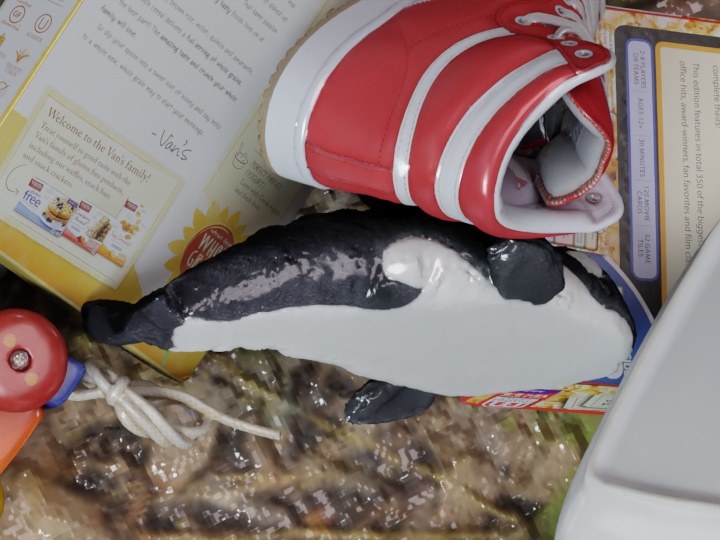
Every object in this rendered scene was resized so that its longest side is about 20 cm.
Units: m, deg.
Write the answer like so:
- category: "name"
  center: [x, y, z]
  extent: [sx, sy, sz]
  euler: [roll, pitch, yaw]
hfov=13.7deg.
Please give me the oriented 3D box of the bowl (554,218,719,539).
- category: "bowl"
  center: [0.164, 0.048, 1.002]
  extent: [0.075, 0.199, 0.200]
  euler: [52, 59, -36]

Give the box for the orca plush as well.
- category: "orca plush"
  center: [0.000, 0.000, 1.033]
  extent: [0.199, 0.105, 0.071]
  euler: [-6, 57, -18]

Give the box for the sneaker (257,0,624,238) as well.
- category: "sneaker"
  center: [0.067, -0.081, 1.024]
  extent: [0.112, 0.071, 0.200]
  euler: [21, 50, 31]

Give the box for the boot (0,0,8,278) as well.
- category: "boot"
  center: [-0.108, -0.094, 1.064]
  extent: [0.131, 0.070, 0.201]
  euler: [-5, 85, -31]

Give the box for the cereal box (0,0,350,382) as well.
- category: "cereal box"
  center: [-0.055, -0.077, 1.022]
  extent: [0.200, 0.039, 0.144]
  euler: [-57, 138, -7]

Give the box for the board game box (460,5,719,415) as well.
- category: "board game box"
  center: [0.137, -0.019, 1.146]
  extent: [0.199, 0.046, 0.152]
  euler: [6, 75, -19]

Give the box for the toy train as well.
- category: "toy train"
  center: [-0.134, 0.071, 1.005]
  extent: [0.199, 0.085, 0.116]
  euler: [23, 80, -14]
